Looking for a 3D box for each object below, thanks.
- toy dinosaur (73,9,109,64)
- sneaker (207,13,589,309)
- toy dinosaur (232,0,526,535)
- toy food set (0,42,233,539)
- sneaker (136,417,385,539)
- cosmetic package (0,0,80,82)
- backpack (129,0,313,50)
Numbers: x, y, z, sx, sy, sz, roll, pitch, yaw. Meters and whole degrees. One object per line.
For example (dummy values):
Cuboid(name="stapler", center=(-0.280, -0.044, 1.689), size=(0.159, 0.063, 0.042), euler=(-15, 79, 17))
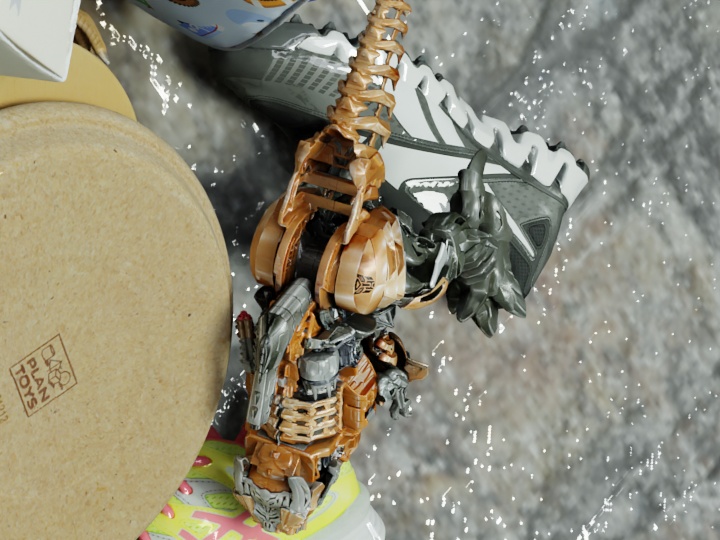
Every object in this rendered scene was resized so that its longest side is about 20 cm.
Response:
Cuboid(name="toy dinosaur", center=(-0.157, -0.086, 1.077), size=(0.106, 0.060, 0.201), euler=(-7, 94, -34))
Cuboid(name="sneaker", center=(0.013, -0.039, 1.196), size=(0.199, 0.066, 0.091), euler=(26, 73, -36))
Cuboid(name="toy dinosaur", center=(0.000, 0.000, 1.091), size=(0.201, 0.102, 0.136), euler=(-59, 164, 23))
Cuboid(name="toy food set", center=(-0.129, 0.031, 1.023), size=(0.198, 0.049, 0.200), euler=(-49, 133, -18))
Cuboid(name="sneaker", center=(-0.079, 0.105, 1.130), size=(0.200, 0.078, 0.091), euler=(-27, 106, -44))
Cuboid(name="cosmetic package", center=(-0.196, -0.131, 0.960), size=(0.087, 0.199, 0.104), euler=(41, 59, -74))
Cuboid(name="backpack", center=(-0.065, -0.185, 1.074), size=(0.190, 0.200, 0.155), euler=(36, 66, -10))
